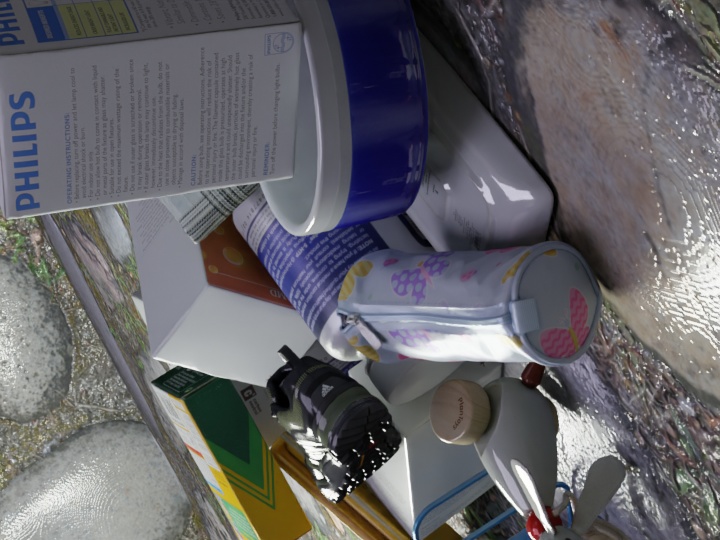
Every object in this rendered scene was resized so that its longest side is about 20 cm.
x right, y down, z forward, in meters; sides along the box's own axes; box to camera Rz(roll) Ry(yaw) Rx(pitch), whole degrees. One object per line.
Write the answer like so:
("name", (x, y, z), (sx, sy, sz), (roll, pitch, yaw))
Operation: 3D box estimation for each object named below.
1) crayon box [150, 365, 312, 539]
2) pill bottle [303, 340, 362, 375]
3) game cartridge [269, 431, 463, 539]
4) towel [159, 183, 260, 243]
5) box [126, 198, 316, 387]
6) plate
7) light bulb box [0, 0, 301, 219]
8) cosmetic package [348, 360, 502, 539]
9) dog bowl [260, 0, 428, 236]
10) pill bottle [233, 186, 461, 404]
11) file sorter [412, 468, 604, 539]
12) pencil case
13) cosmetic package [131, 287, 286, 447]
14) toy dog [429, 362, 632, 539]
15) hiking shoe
("crayon box", (-0.113, 0.183, 1.573), (0.201, 0.051, 0.126), (63, 164, -12))
("pill bottle", (-0.012, 0.097, 1.567), (0.120, 0.120, 0.200), (37, 166, 52))
("game cartridge", (0.012, 0.220, 1.622), (0.176, 0.033, 0.200), (40, -176, 16))
("towel", (-0.116, -0.154, 1.334), (0.200, 0.192, 0.035), (50, -174, 26))
("box", (-0.117, -0.015, 1.463), (0.098, 0.124, 0.201), (-49, 39, 33))
("plate", (0.059, -0.070, 1.232), (0.200, 0.032, 0.200), (52, 162, 22))
("light bulb box", (-0.164, -0.149, 1.147), (0.199, 0.198, 0.126), (-121, 28, -49))
("cosmetic package", (0.060, 0.135, 1.464), (0.085, 0.107, 0.201), (46, 159, 30))
("dog bowl", (-0.024, -0.129, 1.181), (0.200, 0.078, 0.202), (169, 90, -72))
("pill bottle", (0.000, 0.000, 1.348), (0.201, 0.119, 0.120), (53, 163, 19))
("file sorter", (0.149, 0.262, 1.371), (0.200, 0.138, 0.123), (43, 155, 43))
("pencil case", (0.071, 0.024, 1.175), (0.199, 0.090, 0.084), (-2, 85, 50))
("cosmetic package", (-0.105, 0.061, 1.719), (0.166, 0.164, 0.200), (63, 164, -14))
("toy dog", (0.141, 0.139, 1.262), (0.200, 0.131, 0.097), (47, 122, 23))
("hiking shoe", (-0.025, 0.114, 1.335), (0.101, 0.076, 0.200), (47, 163, 16))
